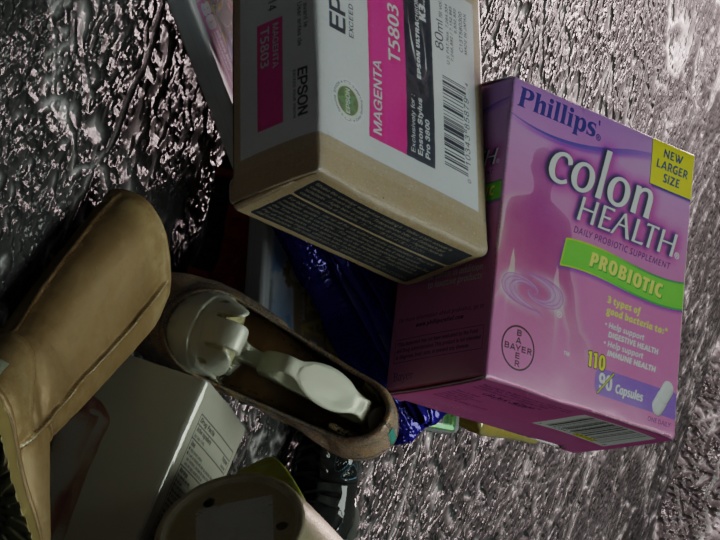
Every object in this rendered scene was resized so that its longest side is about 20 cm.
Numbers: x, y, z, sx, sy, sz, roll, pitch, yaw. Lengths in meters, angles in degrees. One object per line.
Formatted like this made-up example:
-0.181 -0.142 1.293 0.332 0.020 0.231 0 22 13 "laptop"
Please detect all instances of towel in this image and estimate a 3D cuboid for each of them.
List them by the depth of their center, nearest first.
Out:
0.029 -0.004 1.608 0.148 0.049 0.201 -40 110 -36 "towel"

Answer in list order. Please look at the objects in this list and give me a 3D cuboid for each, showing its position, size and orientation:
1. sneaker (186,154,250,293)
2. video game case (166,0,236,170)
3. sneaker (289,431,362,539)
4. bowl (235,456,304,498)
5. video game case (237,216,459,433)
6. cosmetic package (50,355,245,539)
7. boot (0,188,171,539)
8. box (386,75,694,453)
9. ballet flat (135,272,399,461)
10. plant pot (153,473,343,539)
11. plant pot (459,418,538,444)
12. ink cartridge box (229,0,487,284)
-0.083 -0.006 1.652 0.201 0.079 0.096 -64 -179 -25 "sneaker"
-0.053 -0.152 1.554 0.200 0.018 0.144 -41 112 -59 "video game case"
-0.033 0.150 1.930 0.082 0.073 0.201 55 47 -47 "sneaker"
-0.080 0.245 1.750 0.107 0.201 0.201 -18 138 -14 "bowl"
0.000 0.000 1.630 0.181 0.022 0.201 11 78 -40 "video game case"
-0.157 0.161 1.523 0.103 0.087 0.201 62 48 -64 "cosmetic package"
-0.173 0.076 1.441 0.200 0.066 0.176 -54 154 -48 "boot"
0.121 0.001 1.596 0.175 0.096 0.201 20 69 -37 "box"
-0.062 0.053 1.521 0.067 0.199 0.068 129 -14 -79 "ballet flat"
-0.056 0.225 1.497 0.188 0.186 0.201 -57 144 -40 "plant pot"
0.050 0.002 1.808 0.194 0.199 0.197 20 88 -72 "plant pot"
0.000 -0.113 1.510 0.164 0.075 0.201 24 56 -45 "ink cartridge box"
